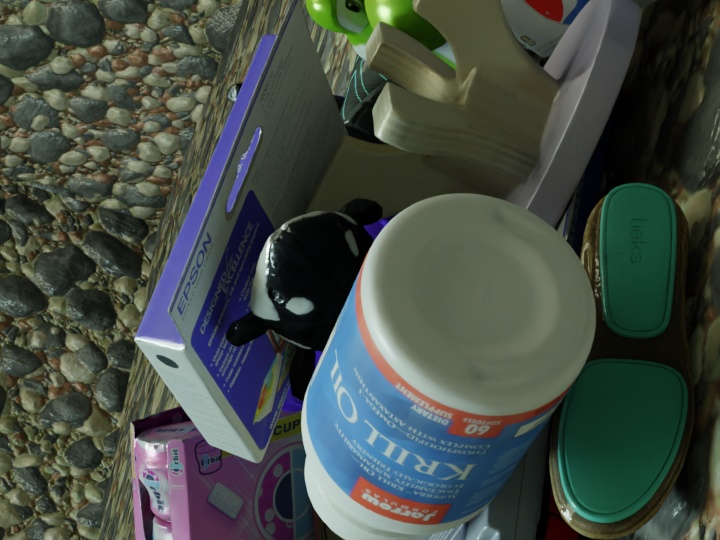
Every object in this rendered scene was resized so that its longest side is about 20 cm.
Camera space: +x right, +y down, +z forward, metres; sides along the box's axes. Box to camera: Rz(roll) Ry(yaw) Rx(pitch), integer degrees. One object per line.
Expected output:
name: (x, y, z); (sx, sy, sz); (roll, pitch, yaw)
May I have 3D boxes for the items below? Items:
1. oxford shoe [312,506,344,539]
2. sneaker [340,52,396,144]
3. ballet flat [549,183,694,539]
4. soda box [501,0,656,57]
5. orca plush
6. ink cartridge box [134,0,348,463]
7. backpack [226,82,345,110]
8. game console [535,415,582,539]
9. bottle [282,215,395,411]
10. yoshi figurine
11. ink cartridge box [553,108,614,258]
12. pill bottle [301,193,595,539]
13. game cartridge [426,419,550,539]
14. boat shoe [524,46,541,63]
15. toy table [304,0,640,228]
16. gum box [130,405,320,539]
oxford shoe: (0.017, 0.143, 1.385); (0.074, 0.070, 0.202); (17, 109, 45)
sneaker: (0.028, -0.125, 1.382); (0.201, 0.075, 0.079); (-63, 22, 2)
ballet flat: (0.127, 0.053, 0.988); (0.073, 0.067, 0.201); (87, -172, -55)
soda box: (0.137, -0.186, 1.130); (0.200, 0.068, 0.064); (-22, 40, 62)
orca plush: (-0.014, 0.032, 1.079); (0.105, 0.071, 0.200); (-37, -15, -24)
ink cartridge box: (-0.061, -0.023, 1.127); (0.200, 0.043, 0.200); (69, -143, -61)
backpack: (-0.011, -0.028, 1.464); (0.191, 0.198, 0.155); (-85, 2, -51)
game console: (0.078, 0.152, 1.160); (0.201, 0.031, 0.178); (117, 164, -44)
bottle: (0.000, 0.000, 1.273); (0.200, 0.065, 0.084); (-44, 55, 20)
yoshi figurine: (0.063, -0.148, 1.257); (0.112, 0.199, 0.113); (-43, 48, 37)
ink cartridge box: (0.106, -0.026, 1.193); (0.200, 0.047, 0.199); (-53, 17, 48)
pill bottle: (0.033, 0.060, 0.981); (0.200, 0.111, 0.113); (113, 169, -56)
game cartridge: (0.054, 0.153, 1.122); (0.201, 0.041, 0.134); (119, 163, -49)
boat shoe: (0.110, -0.174, 1.393); (0.069, 0.070, 0.202); (34, 105, 57)
toy table: (0.058, -0.080, 1.116); (0.201, 0.116, 0.184); (-64, 10, 7)
gum box: (-0.070, 0.144, 1.404); (0.066, 0.199, 0.115); (11, 109, 46)
